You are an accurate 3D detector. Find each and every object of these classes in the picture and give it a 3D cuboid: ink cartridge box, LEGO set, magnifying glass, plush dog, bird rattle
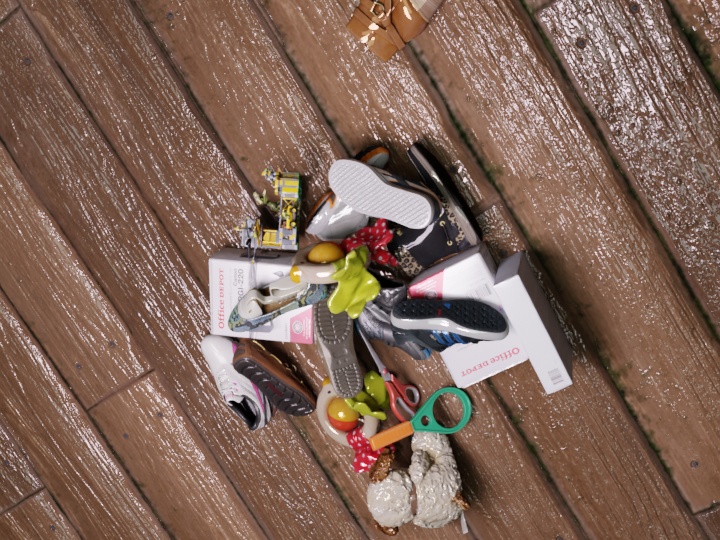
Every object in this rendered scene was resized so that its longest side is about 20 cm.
[{"bbox_3d":[-0.168,0.044,1.724,0.196,0.085,0.148,5,107,14],"label":"ink cartridge box"},{"bbox_3d":[-0.160,-0.099,1.612,0.114,0.200,0.157,3,98,-2],"label":"LEGO set"},{"bbox_3d":[0.107,0.269,1.699,0.197,0.022,0.081,-21,89,-19],"label":"magnifying glass"},{"bbox_3d":[0.093,0.399,1.703,0.169,0.161,0.204,-8,107,-10],"label":"plush dog"},{"bbox_3d":[0.190,0.076,1.646,0.146,0.086,0.202,-25,99,19],"label":"ink cartridge box"},{"bbox_3d":[-0.006,0.272,1.762,0.161,0.113,0.203,20,128,24],"label":"bird rattle"},{"bbox_3d":[-0.030,-0.024,1.555,0.160,0.201,0.114,0,123,13],"label":"bird rattle"}]

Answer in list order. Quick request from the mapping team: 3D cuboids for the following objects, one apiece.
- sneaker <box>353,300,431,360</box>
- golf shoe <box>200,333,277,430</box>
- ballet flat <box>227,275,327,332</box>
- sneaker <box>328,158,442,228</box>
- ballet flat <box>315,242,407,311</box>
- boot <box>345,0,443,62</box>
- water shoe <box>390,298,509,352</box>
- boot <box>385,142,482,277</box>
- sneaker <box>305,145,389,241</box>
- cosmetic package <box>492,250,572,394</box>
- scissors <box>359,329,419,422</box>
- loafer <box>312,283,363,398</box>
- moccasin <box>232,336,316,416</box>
[{"bbox_3d":[0.040,0.097,1.701,0.199,0.073,0.082,41,115,11],"label":"sneaker"},{"bbox_3d":[-0.231,0.205,1.782,0.072,0.092,0.201,-36,94,21],"label":"golf shoe"},{"bbox_3d":[-0.153,0.045,1.636,0.197,0.074,0.075,-24,99,13],"label":"ballet flat"},{"bbox_3d":[0.043,-0.123,1.566,0.198,0.079,0.080,29,109,22],"label":"sneaker"},{"bbox_3d":[0.000,0.000,1.654,0.198,0.066,0.057,30,127,18],"label":"ballet flat"},{"bbox_3d":[0.027,-0.453,1.548,0.200,0.077,0.155,42,115,-9],"label":"boot"},{"bbox_3d":[0.148,0.094,1.593,0.196,0.072,0.080,8,135,11],"label":"water shoe"},{"bbox_3d":[0.099,-0.098,1.627,0.149,0.073,0.201,-32,100,21],"label":"boot"},{"bbox_3d":[-0.005,-0.124,1.652,0.091,0.076,0.200,35,112,-16],"label":"sneaker"},{"bbox_3d":[0.289,0.082,1.589,0.051,0.151,0.202,-25,98,20],"label":"cosmetic package"},{"bbox_3d":[0.046,0.193,1.693,0.014,0.074,0.200,-10,131,42],"label":"scissors"},{"bbox_3d":[-0.046,0.122,1.668,0.075,0.067,0.204,-8,88,-15],"label":"loafer"},{"bbox_3d":[-0.154,0.196,1.759,0.201,0.078,0.073,39,125,-24],"label":"moccasin"}]
